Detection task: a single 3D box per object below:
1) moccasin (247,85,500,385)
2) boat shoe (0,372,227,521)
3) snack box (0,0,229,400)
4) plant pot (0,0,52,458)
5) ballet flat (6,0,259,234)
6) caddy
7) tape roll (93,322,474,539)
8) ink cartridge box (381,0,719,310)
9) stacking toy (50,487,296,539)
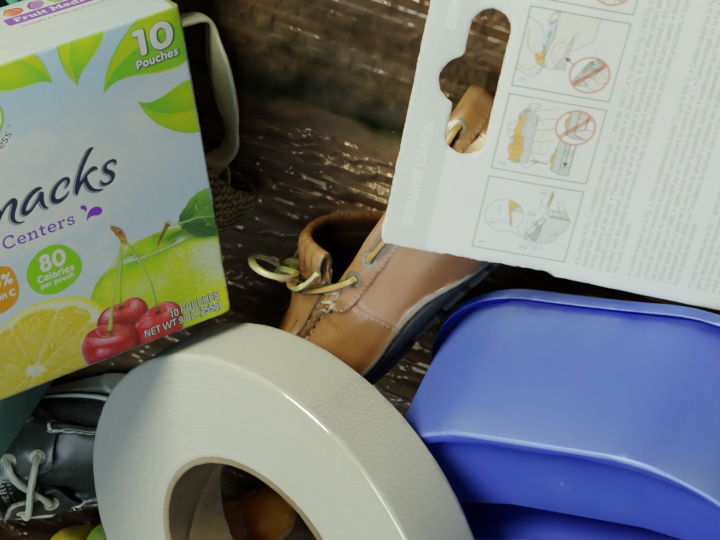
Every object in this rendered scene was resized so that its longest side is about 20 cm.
[{"bbox_3d":[-0.001,0.001,0.853,0.078,0.074,0.201,44,126,-3],"label":"moccasin"},{"bbox_3d":[-0.162,0.094,0.978,0.200,0.064,0.071,0,120,21],"label":"boat shoe"},{"bbox_3d":[-0.158,-0.018,0.772,0.053,0.200,0.142,39,145,51],"label":"snack box"},{"bbox_3d":[-0.215,-0.014,0.890,0.141,0.141,0.200,-1,124,22],"label":"plant pot"},{"bbox_3d":[-0.099,-0.094,0.837,0.075,0.068,0.200,-29,123,-1],"label":"ballet flat"},{"bbox_3d":[0.110,0.076,0.836,0.200,0.105,0.142,6,137,33],"label":"caddy"},{"bbox_3d":[-0.034,0.121,0.859,0.203,0.037,0.203,22,126,34],"label":"tape roll"},{"bbox_3d":[0.121,-0.067,0.756,0.200,0.057,0.163,13,125,2],"label":"ink cartridge box"},{"bbox_3d":[-0.112,0.158,0.990,0.200,0.116,0.110,-29,102,18],"label":"stacking toy"}]
